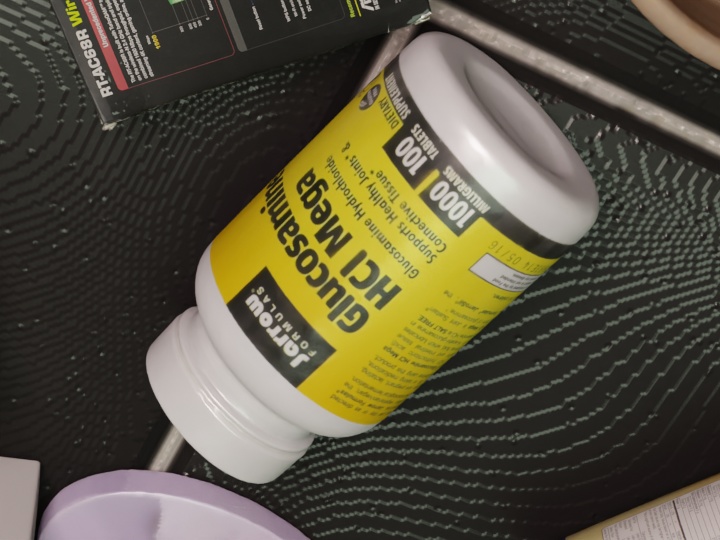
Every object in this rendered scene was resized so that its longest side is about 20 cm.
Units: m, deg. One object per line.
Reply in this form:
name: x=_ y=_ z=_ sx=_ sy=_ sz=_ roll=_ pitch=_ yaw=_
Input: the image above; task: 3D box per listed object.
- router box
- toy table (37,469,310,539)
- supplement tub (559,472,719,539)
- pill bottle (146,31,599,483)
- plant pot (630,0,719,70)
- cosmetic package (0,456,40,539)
router box: x=-0.070 y=-0.174 z=0.785 sx=0.149 sy=0.062 sz=0.201 roll=-17 pitch=120 yaw=5
toy table: x=-0.076 y=0.197 z=0.971 sx=0.199 sy=0.117 sz=0.184 roll=26 pitch=115 yaw=-17
supplement tub: x=0.192 y=0.173 z=0.959 sx=0.199 sy=0.145 sz=0.145 roll=-24 pitch=119 yaw=10
pill bottle: x=0.000 y=0.000 z=0.863 sx=0.112 sy=0.113 sz=0.200 roll=38 pitch=111 yaw=-23
plant pot: x=0.166 y=-0.191 z=0.728 sx=0.198 sy=0.175 sz=0.202 roll=-2 pitch=120 yaw=-4
cosmetic package: x=-0.200 y=0.181 z=0.903 sx=0.084 sy=0.200 sz=0.108 roll=8 pitch=117 yaw=-10
